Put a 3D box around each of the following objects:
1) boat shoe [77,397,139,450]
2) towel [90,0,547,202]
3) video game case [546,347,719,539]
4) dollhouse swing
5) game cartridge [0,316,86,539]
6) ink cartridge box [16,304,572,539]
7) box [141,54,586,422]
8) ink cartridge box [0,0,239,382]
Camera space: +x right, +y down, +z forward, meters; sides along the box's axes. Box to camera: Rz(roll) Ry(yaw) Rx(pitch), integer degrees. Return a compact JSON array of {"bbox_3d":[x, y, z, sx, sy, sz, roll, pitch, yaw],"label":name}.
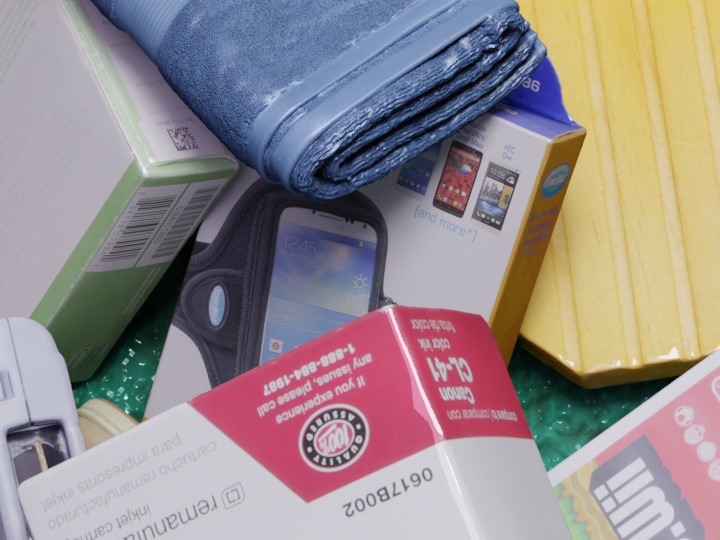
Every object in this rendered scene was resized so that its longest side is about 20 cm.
[{"bbox_3d":[-0.059,0.139,0.960,0.065,0.072,0.201,-30,82,-14],"label":"boat shoe"},{"bbox_3d":[-0.039,-0.111,0.940,0.111,0.049,0.200,-33,62,-19],"label":"towel"},{"bbox_3d":[0.078,0.137,0.872,0.200,0.017,0.143,-37,66,15],"label":"video game case"},{"bbox_3d":[0.120,-0.087,0.972,0.199,0.182,0.177,-8,50,8],"label":"dollhouse swing"},{"bbox_3d":[-0.109,0.129,0.953,0.041,0.133,0.201,-9,75,-20],"label":"game cartridge"},{"bbox_3d":[0.000,0.130,0.844,0.147,0.086,0.201,-26,75,18],"label":"ink cartridge box"},{"bbox_3d":[0.000,0.000,0.974,0.119,0.041,0.201,24,110,20],"label":"box"},{"bbox_3d":[-0.132,-0.076,1.026,0.048,0.146,0.201,-9,62,-36],"label":"ink cartridge box"}]
